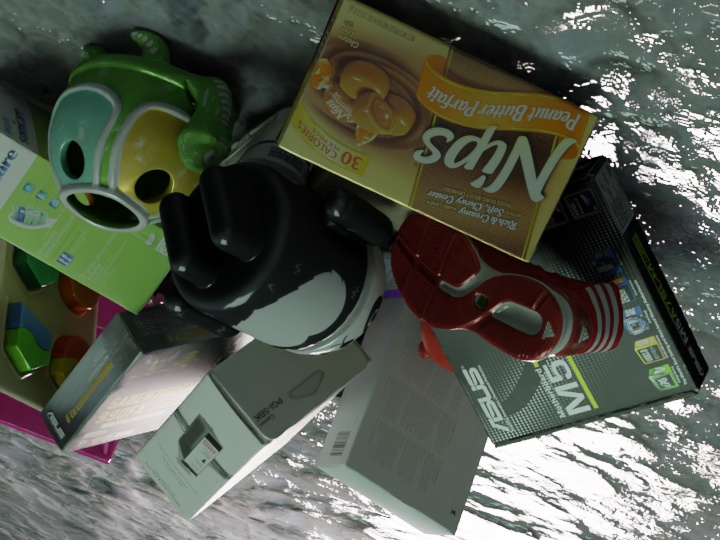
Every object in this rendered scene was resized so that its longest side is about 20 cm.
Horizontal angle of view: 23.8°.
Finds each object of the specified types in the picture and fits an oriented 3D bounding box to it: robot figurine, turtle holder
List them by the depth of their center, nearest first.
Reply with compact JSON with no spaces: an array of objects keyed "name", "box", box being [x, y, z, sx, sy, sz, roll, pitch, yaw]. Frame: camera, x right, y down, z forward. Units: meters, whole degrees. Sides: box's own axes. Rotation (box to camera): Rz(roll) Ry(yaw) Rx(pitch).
[{"name":"robot figurine","box":[-0.066,-0.007,1.319,0.150,0.125,0.200,12,169,40]},{"name":"turtle holder","box":[-0.168,-0.100,1.385,0.185,0.132,0.141,12,155,21]}]

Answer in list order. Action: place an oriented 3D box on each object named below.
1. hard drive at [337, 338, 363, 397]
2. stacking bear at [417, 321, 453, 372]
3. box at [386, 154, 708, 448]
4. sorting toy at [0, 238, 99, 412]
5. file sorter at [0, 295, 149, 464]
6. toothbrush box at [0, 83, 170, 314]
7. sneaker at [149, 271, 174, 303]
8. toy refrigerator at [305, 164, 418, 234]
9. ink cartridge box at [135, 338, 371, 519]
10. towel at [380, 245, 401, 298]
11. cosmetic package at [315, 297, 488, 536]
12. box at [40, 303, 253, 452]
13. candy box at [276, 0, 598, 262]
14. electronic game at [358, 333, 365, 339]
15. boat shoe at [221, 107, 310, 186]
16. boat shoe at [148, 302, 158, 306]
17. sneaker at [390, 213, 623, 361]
[{"name":"hard drive","box":[-0.013,0.102,1.755,0.134,0.043,0.200,10,168,0]},{"name":"stacking bear","box":[0.130,0.051,1.506,0.114,0.122,0.200,40,155,-26]},{"name":"box","box":[0.147,0.029,1.347,0.192,0.048,0.201,-19,107,31]},{"name":"sorting toy","box":[-0.293,0.041,1.618,0.036,0.186,0.200,-6,157,18]},{"name":"file sorter","box":[-0.287,0.072,1.778,0.138,0.201,0.126,21,157,-1]},{"name":"toothbrush box","box":[-0.264,-0.068,1.512,0.200,0.086,0.146,33,-168,-27]},{"name":"sneaker","box":[-0.145,-0.032,1.581,0.199,0.079,0.096,-18,104,40]},{"name":"toy refrigerator","box":[0.024,-0.084,1.345,0.076,0.070,0.200,33,154,-12]},{"name":"ink cartridge box","box":[-0.099,0.126,1.551,0.083,0.147,0.200,50,142,5]},{"name":"towel","box":[0.000,0.000,1.505,0.199,0.023,0.144,-4,163,-14]},{"name":"cosmetic package","box":[0.057,0.128,1.613,0.151,0.201,0.052,35,154,-29]},{"name":"box","box":[-0.181,0.091,1.609,0.200,0.048,0.158,-10,149,-50]},{"name":"candy box","box":[0.053,-0.100,1.210,0.199,0.116,0.055,24,-173,-9]},{"name":"electronic game","box":[-0.063,0.021,1.683,0.199,0.042,0.200,17,156,8]},{"name":"boat shoe","box":[-0.086,-0.083,1.433,0.071,0.070,0.200,27,155,-11]},{"name":"boat shoe","box":[-0.207,0.000,1.715,0.075,0.075,0.203,-9,133,31]},{"name":"sneaker","box":[0.116,0.020,1.287,0.115,0.079,0.200,9,-160,-40]}]
